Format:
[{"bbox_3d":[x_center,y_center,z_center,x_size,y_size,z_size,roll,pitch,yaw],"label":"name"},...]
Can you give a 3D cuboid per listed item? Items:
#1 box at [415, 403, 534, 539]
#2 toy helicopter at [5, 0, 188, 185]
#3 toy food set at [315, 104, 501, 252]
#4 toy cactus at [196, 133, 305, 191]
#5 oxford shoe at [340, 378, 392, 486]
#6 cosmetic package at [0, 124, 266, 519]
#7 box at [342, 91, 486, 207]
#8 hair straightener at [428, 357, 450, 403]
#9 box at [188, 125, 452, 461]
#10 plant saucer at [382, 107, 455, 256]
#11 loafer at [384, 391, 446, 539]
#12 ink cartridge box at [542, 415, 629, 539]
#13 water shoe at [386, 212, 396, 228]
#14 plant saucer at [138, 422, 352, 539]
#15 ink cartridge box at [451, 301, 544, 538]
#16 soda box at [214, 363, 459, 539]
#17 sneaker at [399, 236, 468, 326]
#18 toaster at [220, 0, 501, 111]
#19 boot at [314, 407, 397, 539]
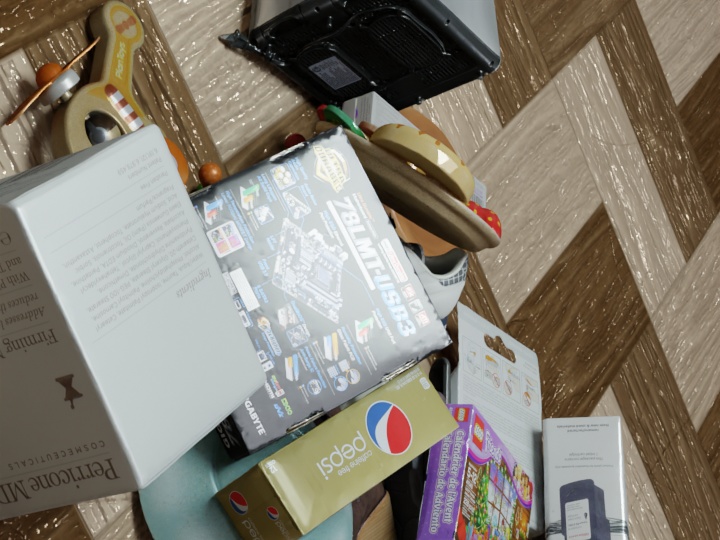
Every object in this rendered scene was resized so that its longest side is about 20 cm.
[{"bbox_3d":[0.105,0.221,1.472,0.200,0.039,0.138,52,42,-55],"label":"box"},{"bbox_3d":[-0.204,-0.137,1.279,0.132,0.079,0.201,32,42,-35],"label":"toy helicopter"},{"bbox_3d":[0.042,-0.083,1.442,0.049,0.197,0.200,-57,139,-4],"label":"toy food set"},{"bbox_3d":[-0.066,-0.032,1.363,0.165,0.103,0.200,39,43,14],"label":"toy cactus"},{"bbox_3d":[0.012,0.127,1.487,0.075,0.057,0.202,-35,110,-59],"label":"oxford shoe"},{"bbox_3d":[-0.200,0.036,1.113,0.166,0.166,0.201,-40,110,-55],"label":"cosmetic package"},{"bbox_3d":[0.054,-0.104,1.586,0.200,0.038,0.042,34,49,-45],"label":"box"},{"bbox_3d":[0.085,0.178,1.530,0.076,0.041,0.202,1,69,-27],"label":"hair straightener"},{"bbox_3d":[-0.056,0.015,1.287,0.197,0.050,0.201,-27,90,-26],"label":"box"},{"bbox_3d":[0.056,-0.075,1.646,0.200,0.037,0.202,26,57,-48],"label":"plant saucer"},{"bbox_3d":[0.053,0.204,1.464,0.063,0.072,0.202,-9,104,-38],"label":"loafer"},{"bbox_3d":[0.233,0.268,1.687,0.145,0.083,0.202,66,23,-65],"label":"ink cartridge box"},{"bbox_3d":[0.022,-0.018,1.535,0.200,0.071,0.080,38,57,-41],"label":"water shoe"},{"bbox_3d":[-0.079,0.169,1.293,0.200,0.039,0.203,21,51,-27],"label":"plant saucer"},{"bbox_3d":[0.124,0.154,1.657,0.162,0.050,0.202,32,48,-46],"label":"ink cartridge box"},{"bbox_3d":[-0.015,0.148,1.281,0.199,0.068,0.064,-29,83,-45],"label":"soda box"},{"bbox_3d":[0.000,0.000,1.443,0.198,0.081,0.077,9,30,-29],"label":"sneaker"},{"bbox_3d":[0.005,-0.239,1.510,0.200,0.180,0.120,33,46,-44],"label":"toaster"},{"bbox_3d":[-0.049,0.195,1.377,0.200,0.072,0.168,-22,89,-58],"label":"boot"}]
